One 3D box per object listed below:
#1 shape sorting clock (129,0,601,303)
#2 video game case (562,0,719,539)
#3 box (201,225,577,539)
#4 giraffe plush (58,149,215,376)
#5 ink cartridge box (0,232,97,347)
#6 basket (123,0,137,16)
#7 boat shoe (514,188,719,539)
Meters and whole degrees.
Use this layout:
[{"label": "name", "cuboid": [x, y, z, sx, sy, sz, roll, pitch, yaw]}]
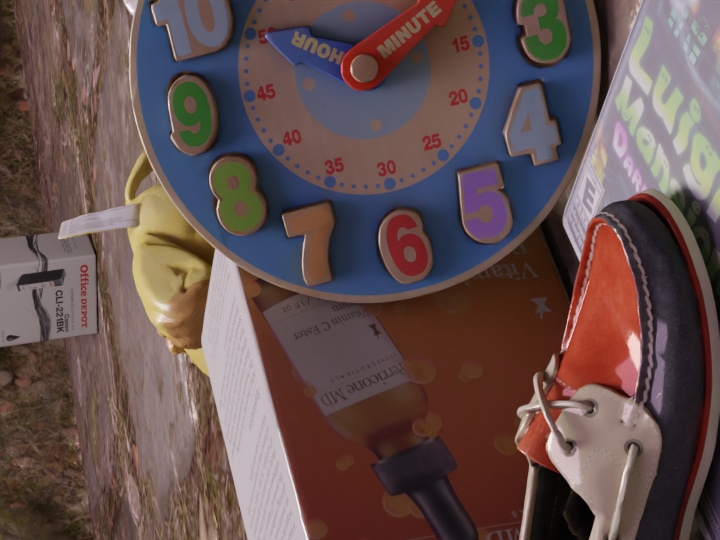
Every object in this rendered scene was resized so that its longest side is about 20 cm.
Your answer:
[{"label": "shape sorting clock", "cuboid": [0.002, -0.084, 0.670, 0.039, 0.199, 0.201, -72, -21, -82]}, {"label": "video game case", "cuboid": [0.132, -0.005, 0.556, 0.182, 0.023, 0.201, 104, 155, -48]}, {"label": "box", "cuboid": [0.023, 0.073, 0.725, 0.107, 0.151, 0.201, 106, 152, -51]}, {"label": "giraffe plush", "cuboid": [-0.087, 0.017, 1.103, 0.163, 0.199, 0.173, 68, -148, -44]}, {"label": "ink cartridge box", "cuboid": [-0.496, 0.028, 2.390, 0.084, 0.199, 0.145, -125, 33, -52]}, {"label": "basket", "cuboid": [-0.055, -0.202, 0.788, 0.199, 0.160, 0.200, 62, 169, -15]}, {"label": "boat shoe", "cuboid": [0.087, 0.070, 0.590, 0.071, 0.062, 0.201, -129, 37, -64]}]
